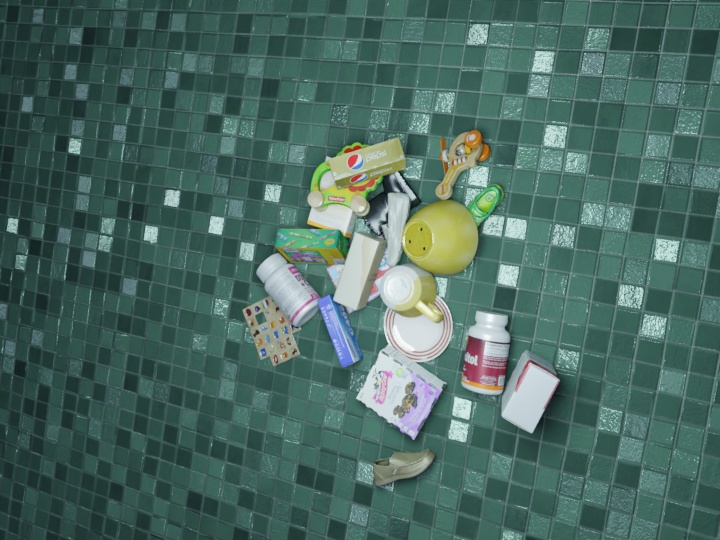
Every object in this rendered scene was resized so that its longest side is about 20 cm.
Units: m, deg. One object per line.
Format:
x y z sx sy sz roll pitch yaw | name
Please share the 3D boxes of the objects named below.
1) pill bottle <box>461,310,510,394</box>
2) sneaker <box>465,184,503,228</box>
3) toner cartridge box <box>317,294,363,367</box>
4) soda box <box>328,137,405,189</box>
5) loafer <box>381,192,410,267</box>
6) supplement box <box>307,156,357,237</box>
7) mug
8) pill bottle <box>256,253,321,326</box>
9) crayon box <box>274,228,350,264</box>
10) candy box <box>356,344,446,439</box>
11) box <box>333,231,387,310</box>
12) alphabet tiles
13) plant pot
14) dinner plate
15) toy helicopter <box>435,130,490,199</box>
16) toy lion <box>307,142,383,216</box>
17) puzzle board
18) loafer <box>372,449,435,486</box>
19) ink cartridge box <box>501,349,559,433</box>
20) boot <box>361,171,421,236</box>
0.332 0.213 1.440 0.111 0.113 0.205 8 92 17 | pill bottle
0.302 -0.150 1.465 0.074 0.083 0.201 39 102 13 | sneaker
-0.057 0.170 1.575 0.043 0.095 0.204 -23 84 16 | toner cartridge box
0.019 -0.282 1.449 0.196 0.068 0.065 -18 75 2 | soda box
0.090 -0.111 1.493 0.068 0.070 0.205 10 97 13 | loafer
-0.062 -0.211 1.587 0.124 0.073 0.204 19 95 14 | supplement box
0.136 0.052 1.460 0.183 0.153 0.153 7 88 18 | mug
-0.211 0.055 1.615 0.113 0.113 0.201 -44 78 13 | pill bottle
-0.134 -0.068 1.579 0.196 0.119 0.059 2 68 19 | crayon box
0.111 0.335 1.521 0.198 0.071 0.170 31 108 16 | candy box
0.000 0.000 1.534 0.077 0.095 0.204 22 102 17 | box
-0.263 0.182 1.688 0.165 0.008 0.203 -25 83 16 | alphabet tiles
0.188 -0.084 1.436 0.197 0.141 0.205 5 97 41 | plant pot
0.162 0.153 1.542 0.196 0.024 0.205 0 91 18 | dinner plate
0.252 -0.285 1.480 0.131 0.079 0.203 23 82 41 | toy helicopter
-0.036 -0.256 1.514 0.196 0.069 0.196 7 86 12 | toy lion
0.012 0.009 1.594 0.198 0.017 0.153 -32 81 15 | puzzle board
0.114 0.540 1.529 0.197 0.076 0.068 -28 88 16 | loafer
0.420 0.294 1.367 0.082 0.200 0.148 27 98 13 | ink cartridge box
0.060 -0.211 1.551 0.161 0.073 0.200 -37 84 13 | boot
